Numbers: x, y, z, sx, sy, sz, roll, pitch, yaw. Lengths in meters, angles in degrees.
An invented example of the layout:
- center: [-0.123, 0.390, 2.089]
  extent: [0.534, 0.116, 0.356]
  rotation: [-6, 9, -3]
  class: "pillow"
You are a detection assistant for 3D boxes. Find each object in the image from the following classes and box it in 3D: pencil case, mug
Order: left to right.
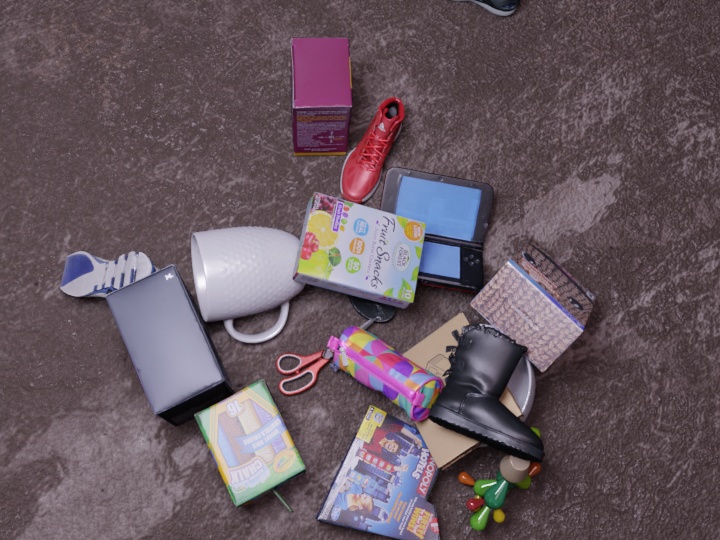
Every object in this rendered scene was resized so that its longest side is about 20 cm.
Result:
- center: [-0.183, 0.025, 1.387]
  extent: [0.173, 0.147, 0.203]
  rotation: [-9, 105, -18]
  class: "mug"
- center: [0.039, 0.166, 1.346]
  extent: [0.199, 0.089, 0.089]
  rotation: [28, 72, 34]
  class: "pencil case"

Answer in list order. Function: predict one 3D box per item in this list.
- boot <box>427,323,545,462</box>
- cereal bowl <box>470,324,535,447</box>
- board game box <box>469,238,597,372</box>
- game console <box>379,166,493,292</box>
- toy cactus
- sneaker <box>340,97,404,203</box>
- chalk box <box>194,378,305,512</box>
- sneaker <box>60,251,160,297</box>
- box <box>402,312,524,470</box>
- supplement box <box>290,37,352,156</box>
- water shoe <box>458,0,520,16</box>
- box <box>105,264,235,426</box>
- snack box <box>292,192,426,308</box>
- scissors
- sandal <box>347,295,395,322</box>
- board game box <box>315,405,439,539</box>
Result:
- center: [0.209, 0.182, 1.253]
  extent: [0.196, 0.074, 0.164]
  rotation: [20, 72, 22]
  class: "boot"
- center: [0.200, 0.197, 1.368]
  extent: [0.198, 0.083, 0.203]
  rotation: [-12, 65, 26]
  class: "cereal bowl"
- center: [0.292, 0.051, 1.368]
  extent: [0.159, 0.200, 0.097]
  rotation: [43, 115, 7]
  class: "board game box"
- center: [0.127, -0.071, 1.432]
  extent: [0.197, 0.120, 0.174]
  rotation: [10, 40, -1]
  class: "game console"
- center: [0.235, 0.317, 1.318]
  extent: [0.199, 0.166, 0.102]
  rotation: [-39, 70, -20]
  class: "toy cactus"
- center: [0.020, -0.225, 1.473]
  extent: [0.077, 0.116, 0.202]
  rotation: [20, 74, 1]
  class: "sneaker"
- center: [-0.164, 0.298, 1.310]
  extent: [0.123, 0.125, 0.202]
  rotation: [-24, 76, -11]
  class: "chalk box"
- center: [-0.402, 0.023, 1.394]
  extent: [0.197, 0.115, 0.082]
  rotation: [0, 70, 26]
  class: "sneaker"
- center: [0.148, 0.194, 1.335]
  extent: [0.163, 0.021, 0.201]
  rotation: [-36, 58, 12]
  class: "box"
- center: [-0.071, -0.300, 1.444]
  extent: [0.102, 0.200, 0.133]
  rotation: [-1, 75, -4]
  class: "supplement box"
- center: [0.221, -0.566, 1.603]
  extent: [0.197, 0.079, 0.072]
  rotation: [19, 74, 1]
  class: "water shoe"
- center: [-0.298, 0.125, 1.309]
  extent: [0.122, 0.199, 0.202]
  rotation: [-25, 77, -11]
  class: "box"
- center: [-0.001, -0.032, 1.356]
  extent: [0.197, 0.053, 0.144]
  rotation: [15, 72, -11]
  class: "snack box"
- center: [-0.053, 0.149, 1.412]
  extent: [0.198, 0.014, 0.074]
  rotation: [-22, 73, -6]
  class: "scissors"
- center: [-0.001, 0.000, 1.444]
  extent: [0.075, 0.048, 0.202]
  rotation: [-25, 79, -10]
  class: "sandal"
- center: [0.058, 0.358, 1.343]
  extent: [0.198, 0.062, 0.202]
  rotation: [27, 73, 1]
  class: "board game box"
